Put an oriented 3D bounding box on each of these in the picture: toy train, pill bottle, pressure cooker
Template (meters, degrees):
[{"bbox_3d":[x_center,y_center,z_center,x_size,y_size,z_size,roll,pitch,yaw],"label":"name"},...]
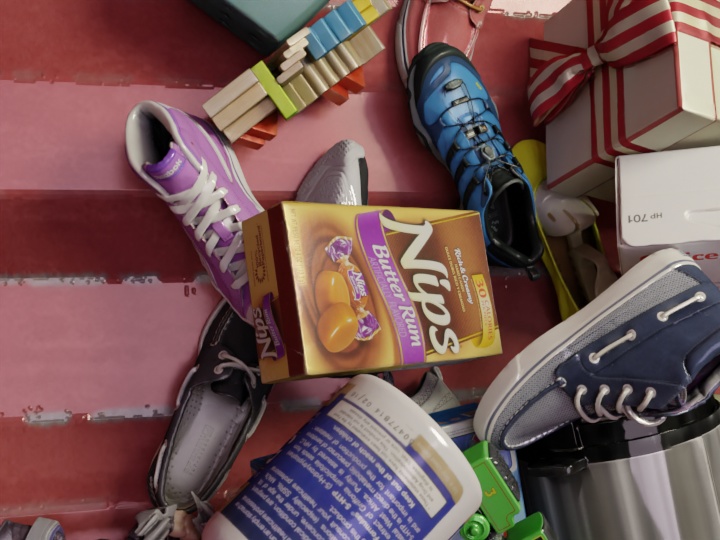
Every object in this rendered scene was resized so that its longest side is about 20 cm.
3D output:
[{"bbox_3d":[0.122,0.211,0.706,0.056,0.042,0.201,-31,101,12],"label":"toy train"},{"bbox_3d":[-0.029,0.174,0.611,0.200,0.120,0.120,-43,100,-19],"label":"pill bottle"},{"bbox_3d":[0.217,0.164,0.790,0.177,0.176,0.202,-13,91,3],"label":"pressure cooker"}]

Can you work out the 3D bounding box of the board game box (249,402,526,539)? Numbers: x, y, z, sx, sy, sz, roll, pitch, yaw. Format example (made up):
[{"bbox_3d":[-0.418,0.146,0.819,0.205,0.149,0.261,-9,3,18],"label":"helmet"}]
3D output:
[{"bbox_3d":[0.031,0.219,0.729,0.198,0.056,0.198,-10,92,-23],"label":"board game box"}]

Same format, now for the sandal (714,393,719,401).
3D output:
[{"bbox_3d":[0.391,0.177,0.903,0.199,0.057,0.081,22,83,-14],"label":"sandal"}]

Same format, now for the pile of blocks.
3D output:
[{"bbox_3d":[-0.034,-0.156,0.769,0.200,0.082,0.062,-41,99,-23],"label":"pile of blocks"}]

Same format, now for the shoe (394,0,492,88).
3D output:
[{"bbox_3d":[0.085,-0.244,0.810,0.071,0.091,0.202,16,85,-15],"label":"shoe"}]

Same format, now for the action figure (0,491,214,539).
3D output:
[{"bbox_3d":[-0.168,0.222,0.716,0.198,0.070,0.131,-8,122,3],"label":"action figure"}]

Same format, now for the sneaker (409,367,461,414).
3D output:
[{"bbox_3d":[-0.004,0.143,0.797,0.198,0.075,0.083,-20,80,-22],"label":"sneaker"}]

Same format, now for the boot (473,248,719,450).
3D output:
[{"bbox_3d":[0.173,0.078,0.676,0.200,0.091,0.073,-43,137,10],"label":"boot"}]

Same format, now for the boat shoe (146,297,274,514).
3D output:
[{"bbox_3d":[-0.108,0.097,0.763,0.073,0.060,0.201,30,81,-11],"label":"boat shoe"}]

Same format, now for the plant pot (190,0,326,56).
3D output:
[{"bbox_3d":[-0.050,-0.279,0.755,0.141,0.141,0.201,35,87,-12],"label":"plant pot"}]

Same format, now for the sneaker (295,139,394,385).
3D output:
[{"bbox_3d":[0.000,0.000,0.794,0.113,0.075,0.202,22,66,-34],"label":"sneaker"}]

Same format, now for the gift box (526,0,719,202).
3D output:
[{"bbox_3d":[0.248,-0.164,0.801,0.185,0.184,0.202,10,64,-24],"label":"gift box"}]

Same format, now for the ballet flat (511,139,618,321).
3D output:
[{"bbox_3d":[0.188,-0.022,0.846,0.066,0.067,0.202,-21,94,-14],"label":"ballet flat"}]

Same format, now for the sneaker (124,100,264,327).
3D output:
[{"bbox_3d":[-0.110,-0.037,0.708,0.072,0.114,0.201,-38,74,8],"label":"sneaker"}]

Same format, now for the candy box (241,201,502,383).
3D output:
[{"bbox_3d":[0.014,0.015,0.715,0.199,0.056,0.118,-1,78,-43],"label":"candy box"}]

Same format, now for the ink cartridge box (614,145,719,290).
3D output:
[{"bbox_3d":[0.285,-0.011,0.777,0.145,0.200,0.087,-3,60,18],"label":"ink cartridge box"}]

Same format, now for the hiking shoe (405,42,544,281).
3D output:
[{"bbox_3d":[0.103,-0.093,0.797,0.074,0.087,0.201,-30,110,-15],"label":"hiking shoe"}]
